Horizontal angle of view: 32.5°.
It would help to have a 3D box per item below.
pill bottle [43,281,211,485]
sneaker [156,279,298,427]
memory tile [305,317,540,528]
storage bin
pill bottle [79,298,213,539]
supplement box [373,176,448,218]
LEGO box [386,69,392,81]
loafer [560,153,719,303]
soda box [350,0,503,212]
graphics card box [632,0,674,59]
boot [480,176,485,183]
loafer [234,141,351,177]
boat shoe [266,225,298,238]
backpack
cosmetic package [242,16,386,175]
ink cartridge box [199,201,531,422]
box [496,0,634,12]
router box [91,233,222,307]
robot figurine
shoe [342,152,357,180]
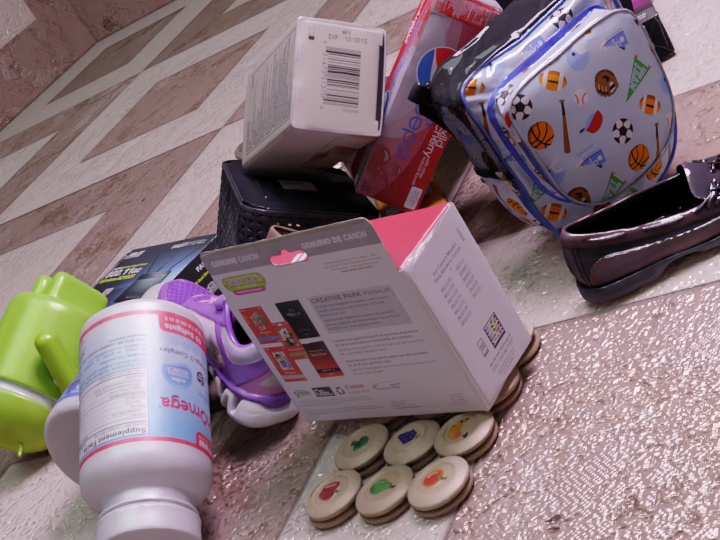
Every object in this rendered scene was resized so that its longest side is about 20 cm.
[{"bbox_3d":[-0.208,0.107,1.179,0.113,0.114,0.201,-20,26,30],"label":"pill bottle"},{"bbox_3d":[-0.118,0.051,1.110,0.080,0.090,0.200,-14,36,-35],"label":"sneaker"},{"bbox_3d":[0.049,0.114,0.942,0.152,0.017,0.201,-14,29,39],"label":"memory tile"},{"bbox_3d":[-0.068,-0.041,1.232,0.133,0.095,0.200,3,18,-14],"label":"storage bin"},{"bbox_3d":[-0.175,0.134,1.009,0.108,0.109,0.202,-24,54,21],"label":"pill bottle"},{"bbox_3d":[0.057,-0.057,1.211,0.068,0.067,0.200,-32,23,4],"label":"supplement box"},{"bbox_3d":[0.049,-0.181,1.346,0.147,0.078,0.200,-9,11,26],"label":"LEGO box"},{"bbox_3d":[0.245,-0.049,0.940,0.198,0.063,0.072,-32,22,6],"label":"loafer"},{"bbox_3d":[0.057,-0.159,1.111,0.070,0.063,0.202,-99,31,-66],"label":"soda box"},{"bbox_3d":[0.266,-0.260,1.357,0.124,0.051,0.201,-26,24,17],"label":"graphics card box"},{"bbox_3d":[0.165,-0.132,1.200,0.133,0.069,0.200,-57,-11,13],"label":"boot"},{"bbox_3d":[-0.074,-0.123,1.530,0.076,0.069,0.199,-44,40,-22],"label":"loafer"},{"bbox_3d":[0.000,0.000,1.076,0.197,0.074,0.072,6,15,17],"label":"boat shoe"},{"bbox_3d":[0.175,-0.127,1.029,0.199,0.191,0.154,-38,28,-3],"label":"backpack"},{"bbox_3d":[-0.047,-0.158,1.163,0.086,0.105,0.200,5,-6,-18],"label":"cosmetic package"},{"bbox_3d":[0.000,0.021,0.943,0.198,0.177,0.084,-9,32,44],"label":"ink cartridge box"},{"bbox_3d":[0.182,-0.279,1.293,0.139,0.080,0.200,-21,19,-4],"label":"box"},{"bbox_3d":[-0.250,0.034,1.452,0.198,0.063,0.150,-7,33,48],"label":"router box"},{"bbox_3d":[-0.346,0.105,1.333,0.174,0.115,0.202,-7,57,47],"label":"robot figurine"},{"bbox_3d":[0.058,-0.151,1.193,0.200,0.069,0.054,-42,45,30],"label":"shoe"}]
